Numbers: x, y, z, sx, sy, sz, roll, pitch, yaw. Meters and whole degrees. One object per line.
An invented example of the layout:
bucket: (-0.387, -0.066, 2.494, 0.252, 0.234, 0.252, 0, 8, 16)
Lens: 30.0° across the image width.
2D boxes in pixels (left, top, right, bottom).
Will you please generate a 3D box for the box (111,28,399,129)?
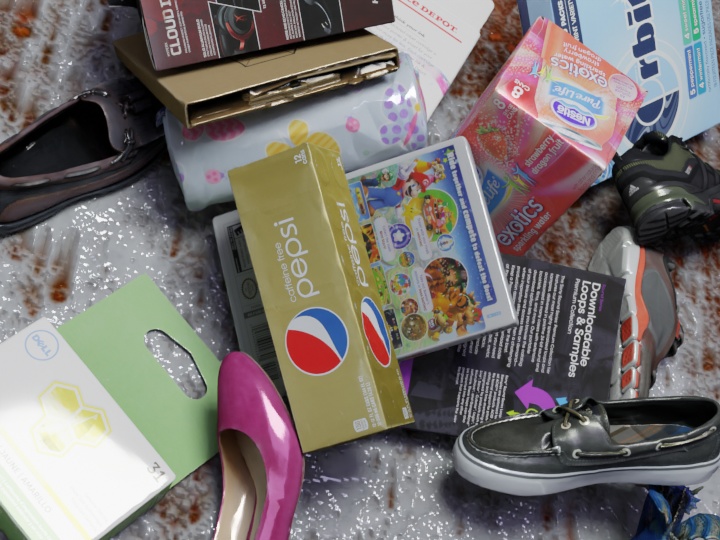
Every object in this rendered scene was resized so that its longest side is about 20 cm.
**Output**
box: (-0.084, -0.163, 1.009, 0.163, 0.021, 0.200, -18, 29, -17)

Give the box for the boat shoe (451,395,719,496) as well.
boat shoe: (0.165, 0.118, 0.969, 0.199, 0.057, 0.069, -1, 32, -8)

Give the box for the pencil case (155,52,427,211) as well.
pencil case: (-0.048, -0.104, 1.003, 0.199, 0.083, 0.091, -12, 27, 0)

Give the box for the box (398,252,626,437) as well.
box: (0.099, 0.059, 1.019, 0.199, 0.036, 0.144, 11, 86, -16)

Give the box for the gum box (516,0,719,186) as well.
gum box: (0.233, -0.182, 1.178, 0.200, 0.044, 0.171, -25, 114, -31)

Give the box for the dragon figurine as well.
dragon figurine: (0.223, 0.195, 0.967, 0.059, 0.200, 0.100, 26, 92, -1)

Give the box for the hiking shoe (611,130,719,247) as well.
hiking shoe: (0.283, -0.079, 1.155, 0.200, 0.076, 0.101, -3, 62, -52)

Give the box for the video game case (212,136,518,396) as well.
video game case: (0.000, 0.000, 0.970, 0.199, 0.018, 0.144, -17, 74, 12)

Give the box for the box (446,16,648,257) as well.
box: (0.117, -0.084, 1.037, 0.102, 0.200, 0.095, 36, 55, -2)

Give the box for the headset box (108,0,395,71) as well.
headset box: (-0.089, -0.217, 1.003, 0.199, 0.075, 0.149, -13, 26, -6)

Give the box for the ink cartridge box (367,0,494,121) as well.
ink cartridge box: (0.020, -0.176, 1.126, 0.117, 0.067, 0.200, 33, 56, -2)

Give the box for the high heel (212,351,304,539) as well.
high heel: (-0.087, 0.157, 0.887, 0.096, 0.067, 0.201, -9, 88, -37)

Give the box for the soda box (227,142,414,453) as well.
soda box: (-0.027, 0.018, 0.919, 0.068, 0.064, 0.201, 6, 66, -71)

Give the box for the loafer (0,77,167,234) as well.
loafer: (-0.202, -0.094, 0.989, 0.072, 0.063, 0.200, 48, 55, 7)

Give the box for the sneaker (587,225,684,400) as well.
sneaker: (0.232, 0.056, 1.088, 0.082, 0.077, 0.201, 22, 57, -18)

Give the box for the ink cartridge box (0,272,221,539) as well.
ink cartridge box: (-0.174, 0.093, 0.909, 0.200, 0.048, 0.146, -36, 81, -32)
